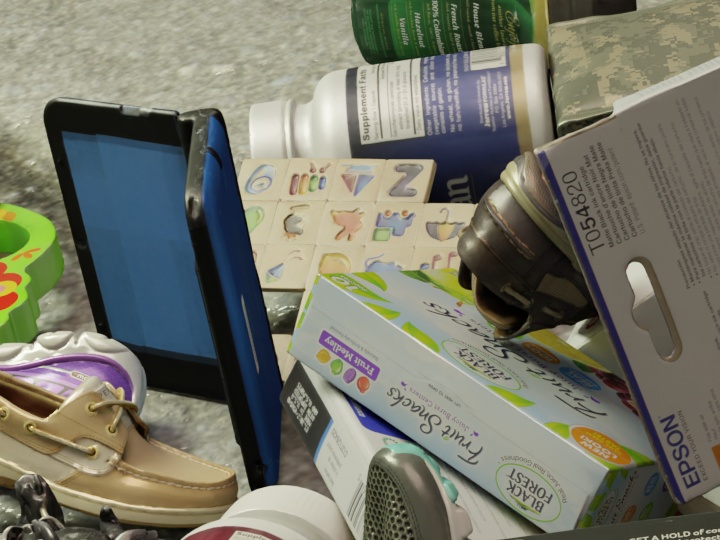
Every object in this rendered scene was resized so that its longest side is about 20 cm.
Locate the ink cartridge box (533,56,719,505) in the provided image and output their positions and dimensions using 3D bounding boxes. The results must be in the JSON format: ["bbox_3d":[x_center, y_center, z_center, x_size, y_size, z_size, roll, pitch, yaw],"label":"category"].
[{"bbox_3d":[0.206,-0.011,1.372,0.199,0.201,0.041,-23,8,-8],"label":"ink cartridge box"}]

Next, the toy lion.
[{"bbox_3d":[-0.272,0.019,1.755,0.200,0.069,0.191,-31,31,-34],"label":"toy lion"}]

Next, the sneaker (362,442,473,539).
[{"bbox_3d":[0.002,0.179,1.235,0.091,0.201,0.078,3,-2,-23],"label":"sneaker"}]

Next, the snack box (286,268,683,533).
[{"bbox_3d":[0.078,0.069,1.444,0.200,0.053,0.142,33,19,28],"label":"snack box"}]

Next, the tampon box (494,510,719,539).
[{"bbox_3d":[0.135,0.216,1.207,0.149,0.127,0.200,-7,28,5],"label":"tampon box"}]

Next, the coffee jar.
[{"bbox_3d":[0.100,-0.197,2.010,0.199,0.086,0.104,3,28,26],"label":"coffee jar"}]

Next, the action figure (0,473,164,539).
[{"bbox_3d":[-0.159,0.171,1.416,0.118,0.103,0.200,-23,14,-16],"label":"action figure"}]

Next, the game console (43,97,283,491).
[{"bbox_3d":[-0.118,0.014,1.583,0.118,0.201,0.171,-9,29,5],"label":"game console"}]

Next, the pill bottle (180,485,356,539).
[{"bbox_3d":[-0.066,0.189,1.333,0.109,0.110,0.200,0,21,20],"label":"pill bottle"}]

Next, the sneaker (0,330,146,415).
[{"bbox_3d":[-0.226,0.090,1.619,0.199,0.081,0.084,-11,47,14],"label":"sneaker"}]

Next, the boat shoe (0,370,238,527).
[{"bbox_3d":[-0.160,0.093,1.541,0.199,0.070,0.074,14,10,6],"label":"boat shoe"}]

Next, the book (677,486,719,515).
[{"bbox_3d":[0.277,0.086,1.405,0.200,0.048,0.133,-38,49,-21],"label":"book"}]

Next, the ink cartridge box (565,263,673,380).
[{"bbox_3d":[0.224,-0.006,1.516,0.200,0.084,0.145,-38,8,35],"label":"ink cartridge box"}]

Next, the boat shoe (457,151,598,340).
[{"bbox_3d":[0.085,-0.005,1.439,0.073,0.200,0.075,-37,70,1],"label":"boat shoe"}]

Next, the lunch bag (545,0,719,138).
[{"bbox_3d":[0.228,-0.106,1.769,0.199,0.118,0.164,-13,27,7],"label":"lunch bag"}]

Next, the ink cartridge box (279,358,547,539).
[{"bbox_3d":[0.074,0.123,1.442,0.199,0.047,0.198,19,17,-26],"label":"ink cartridge box"}]

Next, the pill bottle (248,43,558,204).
[{"bbox_3d":[0.030,-0.083,1.801,0.199,0.112,0.111,-7,28,7],"label":"pill bottle"}]

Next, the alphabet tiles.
[{"bbox_3d":[0.000,0.000,1.694,0.199,0.008,0.168,1,57,20],"label":"alphabet tiles"}]
